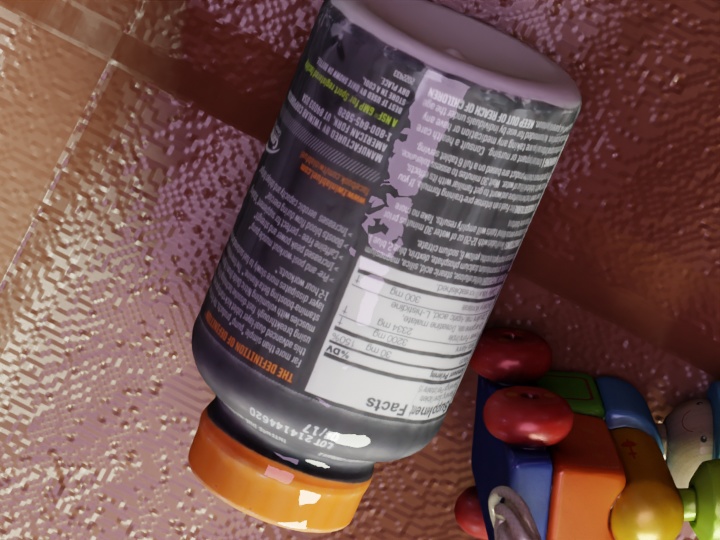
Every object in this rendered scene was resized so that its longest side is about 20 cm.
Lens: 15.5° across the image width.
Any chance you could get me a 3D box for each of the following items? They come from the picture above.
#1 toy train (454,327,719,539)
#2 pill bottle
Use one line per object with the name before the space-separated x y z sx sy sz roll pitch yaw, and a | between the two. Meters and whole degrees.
toy train | 0.101 0.089 0.996 0.116 0.200 0.085 3 107 -4
pill bottle | 0.000 0.000 1.019 0.106 0.106 0.200 22 106 -5
